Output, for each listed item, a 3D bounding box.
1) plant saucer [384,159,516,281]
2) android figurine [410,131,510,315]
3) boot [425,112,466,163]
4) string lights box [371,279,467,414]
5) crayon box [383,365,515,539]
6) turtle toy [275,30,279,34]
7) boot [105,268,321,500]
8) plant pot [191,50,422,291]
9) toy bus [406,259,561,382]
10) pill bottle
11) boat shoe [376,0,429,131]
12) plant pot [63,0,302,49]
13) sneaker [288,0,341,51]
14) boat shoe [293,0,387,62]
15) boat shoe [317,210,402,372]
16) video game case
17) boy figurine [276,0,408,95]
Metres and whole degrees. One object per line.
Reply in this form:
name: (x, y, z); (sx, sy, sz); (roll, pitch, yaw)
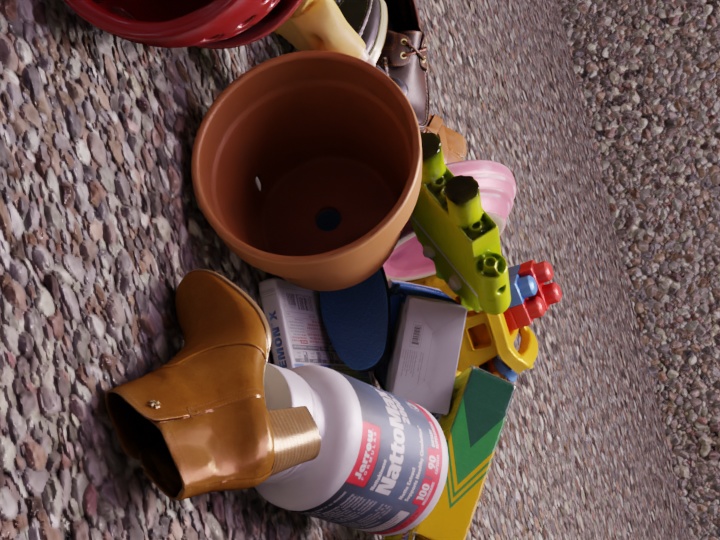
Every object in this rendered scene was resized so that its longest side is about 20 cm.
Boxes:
plant saucer: (0.074, -0.044, 1.491); (0.200, 0.199, 0.051); (27, 40, -64)
android figurine: (0.084, -0.036, 1.330); (0.182, 0.041, 0.201); (53, -14, 30)
boot: (0.038, -0.111, 1.519); (0.154, 0.073, 0.201); (32, 57, -22)
string lights box: (0.055, 0.071, 1.414); (0.200, 0.058, 0.104); (-130, -129, -83)
crayon box: (0.077, 0.201, 1.347); (0.127, 0.050, 0.202); (131, -18, -70)
turtle toy: (-0.111, -0.309, 1.338); (0.200, 0.100, 0.147); (16, 83, -65)
boot: (-0.128, 0.077, 1.047); (0.143, 0.071, 0.202); (-4, 46, -43)
plant pot: (-0.037, -0.072, 1.260); (0.140, 0.198, 0.202); (70, 12, -66)
toy bus: (0.139, 0.068, 1.612); (0.136, 0.190, 0.202); (-63, 136, -64)
pill bottle: (-0.027, 0.145, 1.182); (0.199, 0.119, 0.121); (26, 50, -48)
boat shoe: (0.036, -0.234, 1.497); (0.070, 0.070, 0.202); (3, 64, -42)
plant pot: (-0.134, -0.274, 1.119); (0.182, 0.198, 0.202); (-23, 96, -77)
sneaker: (-0.053, -0.262, 1.521); (0.073, 0.070, 0.202); (-72, 163, -61)
boat shoe: (-0.035, -0.206, 1.431); (0.065, 0.073, 0.202); (41, 65, -44)
boat shoe: (0.000, 0.000, 1.380); (0.069, 0.083, 0.202); (32, 48, -67)
video game case: (-0.032, 0.104, 1.366); (0.200, 0.022, 0.184); (13, 63, -69)
boy figurine: (-0.035, -0.221, 1.287); (0.124, 0.064, 0.200); (39, -11, 48)
